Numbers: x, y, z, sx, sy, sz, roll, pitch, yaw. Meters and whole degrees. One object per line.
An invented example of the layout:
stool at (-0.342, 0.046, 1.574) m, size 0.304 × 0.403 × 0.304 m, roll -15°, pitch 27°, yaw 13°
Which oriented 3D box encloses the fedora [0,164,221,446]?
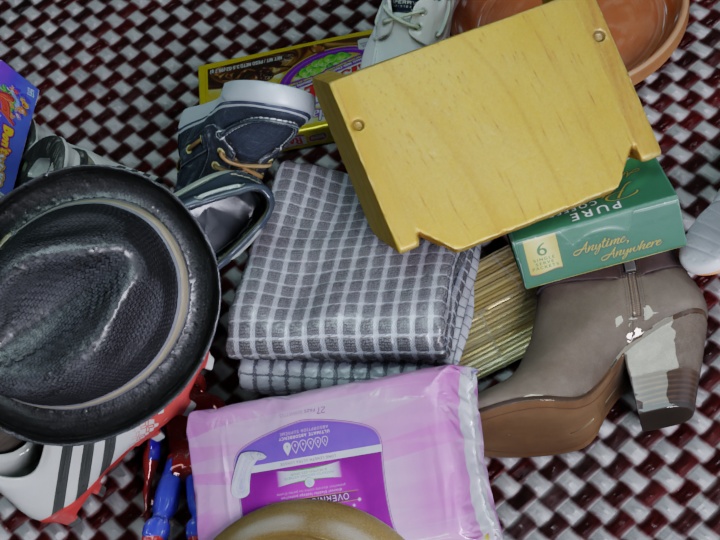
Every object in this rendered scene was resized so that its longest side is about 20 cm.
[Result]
fedora at (-0.192, 0.026, 1.043) m, size 0.200 × 0.092 × 0.201 m, roll 0°, pitch 94°, yaw 4°

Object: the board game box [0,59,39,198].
board game box at (-0.362, -0.076, 1.317) m, size 0.200 × 0.045 × 0.135 m, roll -21°, pitch 46°, yaw 33°

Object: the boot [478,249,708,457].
boot at (0.146, 0.049, 1.122) m, size 0.199 × 0.070 × 0.147 m, roll -5°, pitch 54°, yaw 0°

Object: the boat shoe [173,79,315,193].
boat shoe at (-0.093, -0.087, 1.230) m, size 0.071 × 0.200 × 0.091 m, roll 12°, pitch 80°, yaw -23°

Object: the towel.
towel at (0.000, 0.000, 1.166) m, size 0.165 × 0.086 × 0.200 m, roll -3°, pitch 42°, yaw 15°

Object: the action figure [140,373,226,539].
action figure at (-0.125, 0.151, 1.132) m, size 0.065 × 0.052 × 0.200 m, roll -4°, pitch 48°, yaw 5°

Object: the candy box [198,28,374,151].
candy box at (-0.039, -0.151, 1.352) m, size 0.199 × 0.026 × 0.102 m, roll -11°, pitch 55°, yaw 7°

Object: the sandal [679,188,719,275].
sandal at (0.299, -0.047, 1.159) m, size 0.079 × 0.059 × 0.207 m, roll -2°, pitch 36°, yaw 50°

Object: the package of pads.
package of pads at (-0.011, 0.138, 1.054) m, size 0.199 × 0.076 × 0.121 m, roll -12°, pitch 76°, yaw 20°

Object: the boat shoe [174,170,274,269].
boat shoe at (-0.147, -0.004, 1.120) m, size 0.200 × 0.075 × 0.062 m, roll -29°, pitch 13°, yaw -14°

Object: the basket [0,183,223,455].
basket at (-0.216, 0.023, 1.198) m, size 0.200 × 0.136 × 0.181 m, roll -25°, pitch 85°, yaw -12°

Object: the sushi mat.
sushi mat at (0.048, 0.056, 1.178) m, size 0.200 × 0.012 × 0.096 m, roll -26°, pitch 50°, yaw -6°

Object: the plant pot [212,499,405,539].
plant pot at (-0.039, 0.244, 0.993) m, size 0.199 × 0.027 × 0.201 m, roll -3°, pitch 80°, yaw 21°

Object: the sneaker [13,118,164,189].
sneaker at (-0.234, -0.068, 1.321) m, size 0.200 × 0.115 × 0.076 m, roll 24°, pitch 90°, yaw 62°

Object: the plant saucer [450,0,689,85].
plant saucer at (0.175, -0.213, 1.338) m, size 0.200 × 0.032 × 0.201 m, roll -8°, pitch 53°, yaw 10°

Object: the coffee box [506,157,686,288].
coffee box at (0.157, -0.065, 1.179) m, size 0.123 × 0.044 × 0.200 m, roll -16°, pitch 29°, yaw 2°

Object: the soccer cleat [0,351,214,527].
soccer cleat at (-0.183, 0.095, 1.122) m, size 0.200 × 0.085 × 0.069 m, roll -47°, pitch 32°, yaw 11°

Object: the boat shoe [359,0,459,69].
boat shoe at (0.039, -0.208, 1.309) m, size 0.073 × 0.067 × 0.200 m, roll 7°, pitch 63°, yaw 18°

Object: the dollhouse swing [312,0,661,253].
dollhouse swing at (0.078, -0.104, 1.177) m, size 0.200 × 0.176 × 0.182 m, roll -21°, pitch 83°, yaw -10°
